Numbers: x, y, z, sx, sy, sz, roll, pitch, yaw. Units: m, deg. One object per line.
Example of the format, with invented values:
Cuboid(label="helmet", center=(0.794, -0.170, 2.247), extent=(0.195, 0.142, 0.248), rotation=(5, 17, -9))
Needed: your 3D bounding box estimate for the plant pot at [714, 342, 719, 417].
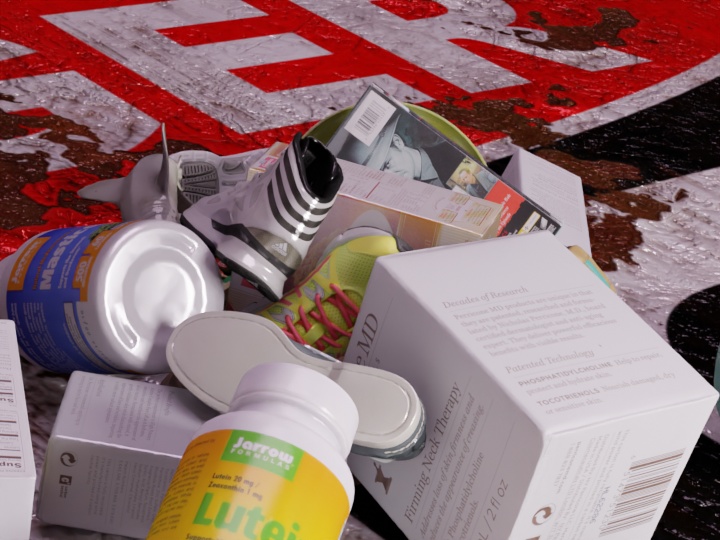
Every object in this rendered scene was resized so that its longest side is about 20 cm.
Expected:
Cuboid(label="plant pot", center=(0.377, 0.084, 1.567), extent=(0.161, 0.201, 0.200), rotation=(14, 22, 36))

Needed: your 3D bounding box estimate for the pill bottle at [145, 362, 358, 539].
Cuboid(label="pill bottle", center=(-0.069, 0.158, 1.229), extent=(0.111, 0.111, 0.200), rotation=(15, 51, 9))

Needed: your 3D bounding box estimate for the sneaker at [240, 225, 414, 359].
Cuboid(label="sneaker", center=(-0.032, 0.043, 1.464), extent=(0.078, 0.200, 0.090), rotation=(46, 37, -10))

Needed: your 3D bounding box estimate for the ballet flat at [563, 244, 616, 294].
Cuboid(label="ballet flat", center=(0.136, 0.058, 1.551), extent=(0.063, 0.200, 0.069), rotation=(39, 51, 6))

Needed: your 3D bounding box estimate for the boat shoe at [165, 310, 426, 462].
Cuboid(label="boat shoe", center=(-0.043, 0.085, 1.364), extent=(0.200, 0.073, 0.062), rotation=(17, -20, 26))

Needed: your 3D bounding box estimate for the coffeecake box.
Cuboid(label="coffeecake box", center=(0.000, 0.000, 1.625), extent=(0.199, 0.154, 0.073), rotation=(16, 26, 12))

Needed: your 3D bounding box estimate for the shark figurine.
Cuboid(label="shark figurine", center=(-0.182, -0.061, 1.617), extent=(0.089, 0.129, 0.215), rotation=(-7, 14, 1))

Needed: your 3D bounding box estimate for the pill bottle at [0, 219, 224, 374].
Cuboid(label="pill bottle", center=(-0.200, 0.022, 1.486), extent=(0.112, 0.112, 0.200), rotation=(-11, 5, -39))

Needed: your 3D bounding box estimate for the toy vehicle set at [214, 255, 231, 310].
Cuboid(label="toy vehicle set", center=(-0.178, 0.014, 1.673), extent=(0.124, 0.027, 0.200), rotation=(20, 26, 20))

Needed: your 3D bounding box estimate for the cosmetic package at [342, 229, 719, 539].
Cuboid(label="cosmetic package", center=(0.107, 0.102, 1.405), extent=(0.166, 0.168, 0.200), rotation=(-10, 41, -36))

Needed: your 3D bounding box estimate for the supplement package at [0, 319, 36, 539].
Cuboid(label="supplement package", center=(-0.276, 0.125, 1.296), extent=(0.109, 0.114, 0.200), rotation=(2, 27, -15))

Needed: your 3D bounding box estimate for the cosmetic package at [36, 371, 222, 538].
Cuboid(label="cosmetic package", center=(-0.113, 0.136, 1.372), extent=(0.199, 0.074, 0.102), rotation=(12, 24, -3))

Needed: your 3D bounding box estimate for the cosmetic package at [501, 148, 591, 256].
Cuboid(label="cosmetic package", center=(0.151, -0.022, 1.783), extent=(0.074, 0.102, 0.200), rotation=(24, 25, -9))

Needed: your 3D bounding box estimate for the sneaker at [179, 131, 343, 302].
Cuboid(label="sneaker", center=(-0.064, -0.048, 1.504), extent=(0.076, 0.115, 0.200), rotation=(39, -2, -21))

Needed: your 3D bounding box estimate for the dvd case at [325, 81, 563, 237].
Cuboid(label="dvd case", center=(0.048, -0.041, 1.669), extent=(0.200, 0.146, 0.022), rotation=(36, 10, 0))

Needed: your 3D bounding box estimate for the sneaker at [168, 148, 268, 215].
Cuboid(label="sneaker", center=(-0.128, -0.074, 1.828), extent=(0.200, 0.078, 0.099), rotation=(7, -8, -41))

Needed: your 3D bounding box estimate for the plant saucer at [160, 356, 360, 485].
Cuboid(label="plant saucer", center=(-0.059, 0.104, 1.531), extent=(0.199, 0.030, 0.200), rotation=(9, 24, -4))

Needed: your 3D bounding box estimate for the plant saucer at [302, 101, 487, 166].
Cuboid(label="plant saucer", center=(0.021, -0.046, 1.725), extent=(0.199, 0.201, 0.031), rotation=(6, -7, -10))
